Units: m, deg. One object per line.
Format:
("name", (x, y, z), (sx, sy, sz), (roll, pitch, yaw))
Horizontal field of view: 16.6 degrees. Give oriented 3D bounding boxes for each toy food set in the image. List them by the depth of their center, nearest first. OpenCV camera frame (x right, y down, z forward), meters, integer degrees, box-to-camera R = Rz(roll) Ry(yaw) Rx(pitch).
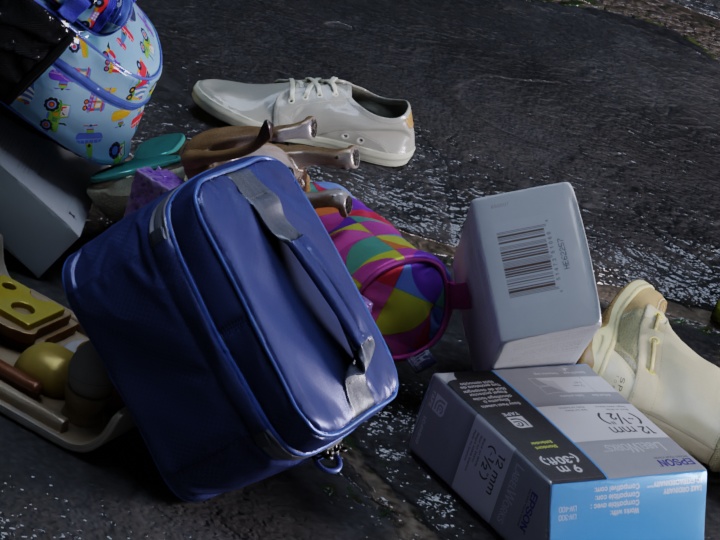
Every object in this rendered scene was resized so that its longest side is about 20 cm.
("toy food set", (-0.198, 0.037, 1.583), (0.199, 0.061, 0.143), (28, 25, 19))

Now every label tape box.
("label tape box", (0.147, 0.139, 1.613), (0.143, 0.066, 0.200), (-1, 28, -38))

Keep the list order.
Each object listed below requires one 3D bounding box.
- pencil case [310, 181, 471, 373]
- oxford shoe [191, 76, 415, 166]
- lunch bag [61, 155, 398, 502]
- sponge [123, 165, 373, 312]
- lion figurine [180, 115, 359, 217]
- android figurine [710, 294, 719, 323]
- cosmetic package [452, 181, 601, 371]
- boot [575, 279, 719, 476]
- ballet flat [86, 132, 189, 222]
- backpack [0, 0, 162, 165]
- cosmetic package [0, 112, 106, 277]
("pencil case", (0.000, 0.000, 1.751), (0.088, 0.089, 0.200), (6, 16, -26))
("oxford shoe", (-0.045, -0.140, 2.101), (0.199, 0.058, 0.075), (12, 26, -11))
("lunch bag", (-0.068, 0.038, 1.507), (0.201, 0.132, 0.136), (60, 31, 0))
("sponge", (-0.087, 0.025, 1.628), (0.199, 0.112, 0.030), (32, 24, 29))
("lion figurine", (-0.077, -0.069, 1.695), (0.122, 0.073, 0.200), (1, -17, 20))
("android figurine", (0.390, 0.051, 2.028), (0.199, 0.041, 0.182), (22, 23, 11))
("cosmetic package", (0.110, 0.015, 1.680), (0.073, 0.102, 0.200), (-10, -10, -2))
("boot", (0.239, 0.082, 1.803), (0.155, 0.073, 0.200), (25, 20, 8))
("ballet flat", (-0.149, -0.057, 1.802), (0.067, 0.063, 0.200), (-10, 10, 11))
("backpack", (-0.216, -0.177, 1.736), (0.200, 0.135, 0.183), (36, 20, -27))
("cosmetic package", (-0.256, -0.097, 1.775), (0.151, 0.052, 0.200), (41, 19, -14))
